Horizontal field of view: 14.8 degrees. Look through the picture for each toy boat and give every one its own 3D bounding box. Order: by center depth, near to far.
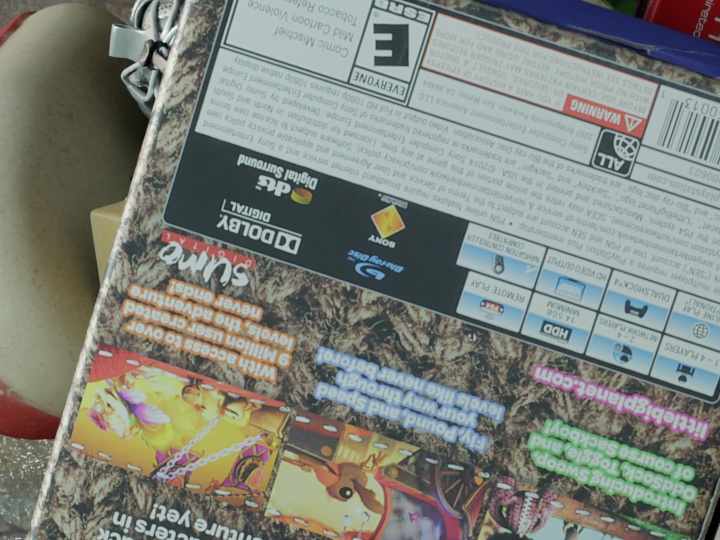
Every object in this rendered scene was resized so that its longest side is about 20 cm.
[{"bbox_3d":[-0.133,-0.008,1.025,0.131,0.131,0.200,-28,14,19],"label":"toy boat"}]

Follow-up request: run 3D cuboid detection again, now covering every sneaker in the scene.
[{"bbox_3d":[-0.054,-0.060,0.977,0.200,0.082,0.075,-115,49,-79],"label":"sneaker"}]

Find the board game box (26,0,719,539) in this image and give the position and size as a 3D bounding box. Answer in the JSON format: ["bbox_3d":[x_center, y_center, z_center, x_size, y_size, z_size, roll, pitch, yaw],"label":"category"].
[{"bbox_3d":[0.014,0.025,0.712,0.097,0.159,0.200,-61,-11,-78],"label":"board game box"}]

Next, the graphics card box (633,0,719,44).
[{"bbox_3d":[0.124,-0.128,0.835,0.200,0.051,0.126,-69,-3,-51],"label":"graphics card box"}]

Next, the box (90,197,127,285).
[{"bbox_3d":[-0.028,0.065,0.864,0.200,0.021,0.164,12,113,63],"label":"box"}]

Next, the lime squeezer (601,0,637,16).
[{"bbox_3d":[0.102,-0.049,0.964,0.071,0.038,0.200,-49,-17,-26],"label":"lime squeezer"}]
